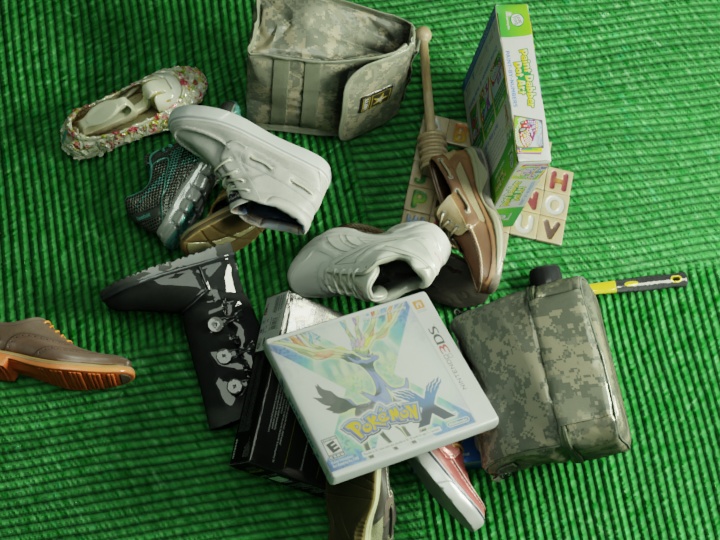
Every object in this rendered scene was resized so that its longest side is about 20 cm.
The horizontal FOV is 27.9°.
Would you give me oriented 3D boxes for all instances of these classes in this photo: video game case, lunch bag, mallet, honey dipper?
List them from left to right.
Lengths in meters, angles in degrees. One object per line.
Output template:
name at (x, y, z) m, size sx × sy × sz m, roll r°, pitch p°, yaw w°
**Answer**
lunch bag at (-0.034, -0.240, 1.732) m, size 0.199 × 0.164 × 0.118 m, roll 6°, pitch 64°, yaw -3°
video game case at (0.021, 0.121, 1.554) m, size 0.199 × 0.022 × 0.183 m, roll -17°, pitch 57°, yaw -20°
honey dipper at (0.085, -0.214, 1.800) m, size 0.038 × 0.038 × 0.201 m, roll -1°, pitch 67°, yaw -6°
lunch bag at (0.195, 0.118, 1.598) m, size 0.167 × 0.139 × 0.201 m, roll -15°, pitch 71°, yaw 11°
mallet at (0.297, 0.011, 1.748) m, size 0.199 × 0.041 × 0.066 m, roll -13°, pitch 76°, yaw -14°

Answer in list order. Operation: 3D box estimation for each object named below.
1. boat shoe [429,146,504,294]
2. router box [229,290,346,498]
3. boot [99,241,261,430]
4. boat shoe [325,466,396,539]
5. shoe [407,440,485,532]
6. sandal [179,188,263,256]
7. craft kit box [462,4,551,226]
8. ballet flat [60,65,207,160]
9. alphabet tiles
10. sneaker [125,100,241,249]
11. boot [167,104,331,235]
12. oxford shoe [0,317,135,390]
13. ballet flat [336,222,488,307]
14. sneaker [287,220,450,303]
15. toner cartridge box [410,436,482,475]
boat shoe at (0.120, -0.057, 1.691) m, size 0.071 × 0.076 × 0.201 m, roll -2°, pitch 53°, yaw -10°
router box at (-0.054, 0.142, 1.623) m, size 0.149 × 0.051 × 0.201 m, roll 24°, pitch 67°, yaw -29°
boot at (-0.190, 0.088, 1.652) m, size 0.164 × 0.066 × 0.201 m, roll -19°, pitch 87°, yaw -3°
boat shoe at (0.006, 0.263, 1.579) m, size 0.066 × 0.072 × 0.202 m, roll -8°, pitch 106°, yaw -47°
shoe at (0.092, 0.184, 1.599) m, size 0.091 × 0.072 × 0.200 m, roll -36°, pitch 76°, yaw -13°
sandal at (-0.135, -0.080, 1.717) m, size 0.200 × 0.080 × 0.054 m, roll -38°, pitch 63°, yaw -18°
craft kit box at (0.169, -0.177, 1.705) m, size 0.048 × 0.200 × 0.199 m, roll -1°, pitch 71°, yaw -7°
ballet flat at (-0.270, -0.195, 1.747) m, size 0.199 × 0.064 × 0.076 m, roll -32°, pitch 76°, yaw -16°
alphabet tiles at (0.159, -0.098, 1.785) m, size 0.199 × 0.008 × 0.168 m, roll 13°, pitch 70°, yaw -1°
sneaker at (-0.211, -0.128, 1.726) m, size 0.091 × 0.078 × 0.201 m, roll 26°, pitch 69°, yaw 8°
boot at (-0.136, -0.112, 1.643) m, size 0.199 × 0.074 × 0.096 m, roll 21°, pitch 58°, yaw -2°
oxford shoe at (-0.350, 0.088, 1.636) m, size 0.199 × 0.071 × 0.073 m, roll 9°, pitch 65°, yaw -2°
ballet flat at (0.061, -0.011, 1.724) m, size 0.199 × 0.068 × 0.046 m, roll 19°, pitch 26°, yaw 2°
sneaker at (0.000, 0.000, 1.656) m, size 0.199 × 0.078 × 0.100 m, roll -13°, pitch 27°, yaw 22°
toner cartridge box at (0.152, 0.176, 1.669) m, size 0.199 × 0.043 × 0.096 m, roll -5°, pitch 70°, yaw -7°
